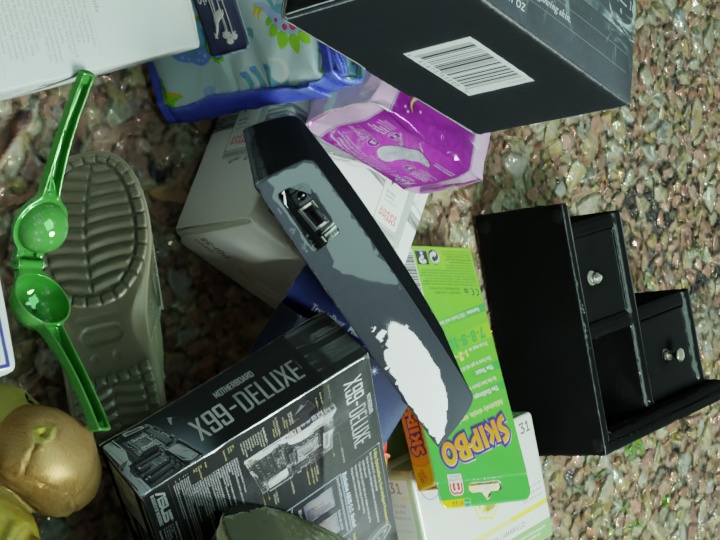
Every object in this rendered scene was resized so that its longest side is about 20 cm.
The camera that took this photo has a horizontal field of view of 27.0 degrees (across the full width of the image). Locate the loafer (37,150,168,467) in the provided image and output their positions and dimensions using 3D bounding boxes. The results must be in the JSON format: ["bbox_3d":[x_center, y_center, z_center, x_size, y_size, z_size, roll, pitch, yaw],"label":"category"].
[{"bbox_3d":[-0.158,0.026,0.915,0.075,0.068,0.202,-6,73,-8],"label":"loafer"}]

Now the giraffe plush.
[{"bbox_3d":[-0.204,0.137,0.821,0.198,0.173,0.163,16,59,-7],"label":"giraffe plush"}]

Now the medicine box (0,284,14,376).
[{"bbox_3d":[-0.272,-0.032,0.727,0.102,0.181,0.202,-12,93,-43],"label":"medicine box"}]

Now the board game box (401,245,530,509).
[{"bbox_3d":[0.065,0.078,1.115,0.095,0.030,0.201,2,65,-40],"label":"board game box"}]

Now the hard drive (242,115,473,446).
[{"bbox_3d":[0.000,0.000,0.916,0.042,0.135,0.201,-33,111,5],"label":"hard drive"}]

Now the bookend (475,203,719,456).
[{"bbox_3d":[0.207,0.033,1.253,0.199,0.092,0.201,-14,95,-45],"label":"bookend"}]

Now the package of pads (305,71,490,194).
[{"bbox_3d":[0.041,-0.165,1.009,0.120,0.075,0.202,28,65,-37],"label":"package of pads"}]

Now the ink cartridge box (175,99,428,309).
[{"bbox_3d":[-0.023,-0.079,1.046,0.146,0.082,0.201,37,61,-36],"label":"ink cartridge box"}]

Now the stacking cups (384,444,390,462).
[{"bbox_3d":[-0.008,0.189,1.054,0.060,0.060,0.202,18,70,-42],"label":"stacking cups"}]

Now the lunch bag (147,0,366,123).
[{"bbox_3d":[-0.062,-0.201,0.960,0.127,0.169,0.202,12,77,-45],"label":"lunch bag"}]

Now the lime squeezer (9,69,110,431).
[{"bbox_3d":[-0.174,-0.009,0.845,0.037,0.070,0.202,1,82,-32],"label":"lime squeezer"}]

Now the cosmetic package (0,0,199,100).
[{"bbox_3d":[-0.201,-0.137,0.867,0.199,0.101,0.075,-20,100,-42],"label":"cosmetic package"}]

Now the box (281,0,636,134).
[{"bbox_3d":[0.069,-0.213,0.895,0.199,0.123,0.198,23,66,-47],"label":"box"}]

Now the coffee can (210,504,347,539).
[{"bbox_3d":[-0.059,0.254,0.831,0.146,0.146,0.201,24,98,-40],"label":"coffee can"}]

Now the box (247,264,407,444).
[{"bbox_3d":[-0.040,0.105,0.991,0.121,0.032,0.201,31,88,-37],"label":"box"}]

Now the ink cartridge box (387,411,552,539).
[{"bbox_3d":[0.070,0.130,1.141,0.145,0.048,0.202,-19,101,-43],"label":"ink cartridge box"}]

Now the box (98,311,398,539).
[{"bbox_3d":[-0.059,0.143,0.911,0.157,0.050,0.201,-31,138,-21],"label":"box"}]
